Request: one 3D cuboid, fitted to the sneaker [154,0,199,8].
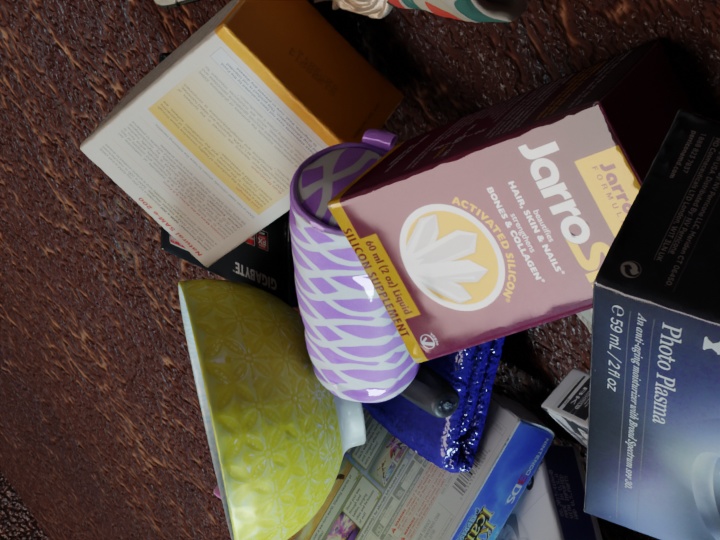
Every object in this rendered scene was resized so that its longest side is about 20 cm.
[{"bbox_3d":[-0.098,-0.233,1.512,0.200,0.078,0.089,-7,98,67],"label":"sneaker"}]

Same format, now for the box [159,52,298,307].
[{"bbox_3d":[-0.086,-0.073,1.656,0.200,0.046,0.160,23,117,55],"label":"box"}]

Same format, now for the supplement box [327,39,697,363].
[{"bbox_3d":[0.096,-0.035,1.231,0.200,0.086,0.111,-20,105,40],"label":"supplement box"}]

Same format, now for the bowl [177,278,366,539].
[{"bbox_3d":[-0.057,0.095,1.560,0.200,0.107,0.201,168,90,-84],"label":"bowl"}]

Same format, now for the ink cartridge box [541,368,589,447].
[{"bbox_3d":[0.179,0.112,1.350,0.099,0.039,0.200,43,175,-8],"label":"ink cartridge box"}]

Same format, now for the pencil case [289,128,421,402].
[{"bbox_3d":[0.000,0.000,1.432,0.084,0.086,0.200,15,143,13],"label":"pencil case"}]

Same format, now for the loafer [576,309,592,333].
[{"bbox_3d":[0.173,0.040,1.307,0.200,0.070,0.070,45,148,25],"label":"loafer"}]

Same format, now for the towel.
[{"bbox_3d":[0.032,0.040,1.582,0.200,0.049,0.148,35,123,50],"label":"towel"}]

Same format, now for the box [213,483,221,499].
[{"bbox_3d":[0.012,0.214,1.784,0.176,0.097,0.200,38,174,-40],"label":"box"}]

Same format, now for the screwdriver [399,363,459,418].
[{"bbox_3d":[0.007,0.057,1.552,0.200,0.029,0.028,30,118,50],"label":"screwdriver"}]

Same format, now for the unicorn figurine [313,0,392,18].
[{"bbox_3d":[-0.017,-0.229,1.340,0.137,0.074,0.200,39,170,38],"label":"unicorn figurine"}]

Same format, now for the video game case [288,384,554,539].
[{"bbox_3d":[0.031,0.156,1.613,0.045,0.200,0.181,23,-170,-40],"label":"video game case"}]

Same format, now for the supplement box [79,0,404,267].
[{"bbox_3d":[-0.082,-0.099,1.489,0.126,0.074,0.200,44,140,-12],"label":"supplement box"}]

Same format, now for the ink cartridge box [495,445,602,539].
[{"bbox_3d":[0.117,0.257,1.582,0.200,0.040,0.200,123,144,-46],"label":"ink cartridge box"}]

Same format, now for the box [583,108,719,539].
[{"bbox_3d":[0.219,0.054,1.063,0.198,0.123,0.200,18,146,18],"label":"box"}]

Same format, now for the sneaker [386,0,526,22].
[{"bbox_3d":[0.053,-0.218,1.216,0.093,0.070,0.200,22,142,27],"label":"sneaker"}]
